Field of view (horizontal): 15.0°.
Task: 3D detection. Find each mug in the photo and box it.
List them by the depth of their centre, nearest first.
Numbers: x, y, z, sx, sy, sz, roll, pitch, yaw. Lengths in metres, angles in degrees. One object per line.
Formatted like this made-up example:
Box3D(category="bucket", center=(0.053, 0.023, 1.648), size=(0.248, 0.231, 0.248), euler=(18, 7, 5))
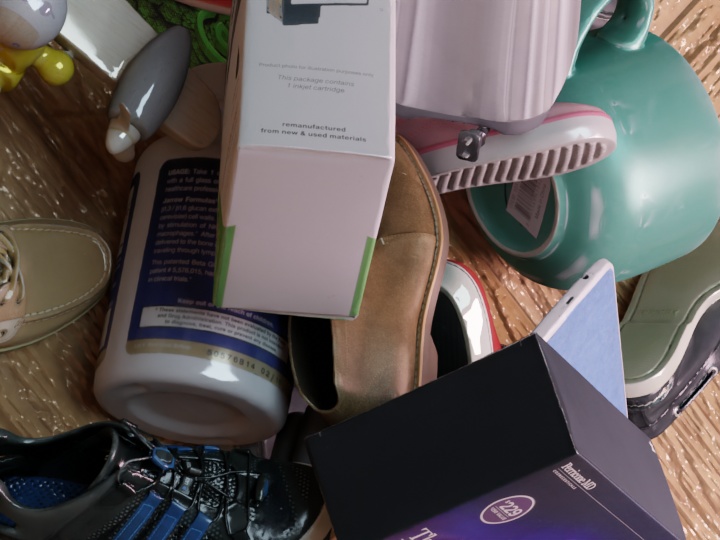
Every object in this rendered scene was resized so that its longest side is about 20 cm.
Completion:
Box3D(category="mug", center=(0.129, -0.080, 1.695), size=(0.114, 0.152, 0.186), euler=(-21, 92, -35))

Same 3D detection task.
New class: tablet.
Box3D(category="tablet", center=(0.123, 0.103, 1.651), size=(0.130, 0.014, 0.200), euler=(-47, 143, -35))

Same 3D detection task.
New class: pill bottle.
Box3D(category="pill bottle", center=(-0.081, -0.011, 1.557), size=(0.111, 0.111, 0.201), euler=(21, 65, -28))

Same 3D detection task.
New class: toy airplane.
Box3D(category="toy airplane", center=(-0.176, -0.151, 1.474), size=(0.199, 0.141, 0.200), euler=(-6, 98, -14))

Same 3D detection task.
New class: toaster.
Box3D(category="toaster", center=(0.068, -0.169, 1.550), size=(0.113, 0.130, 0.200), euler=(9, 39, 8))

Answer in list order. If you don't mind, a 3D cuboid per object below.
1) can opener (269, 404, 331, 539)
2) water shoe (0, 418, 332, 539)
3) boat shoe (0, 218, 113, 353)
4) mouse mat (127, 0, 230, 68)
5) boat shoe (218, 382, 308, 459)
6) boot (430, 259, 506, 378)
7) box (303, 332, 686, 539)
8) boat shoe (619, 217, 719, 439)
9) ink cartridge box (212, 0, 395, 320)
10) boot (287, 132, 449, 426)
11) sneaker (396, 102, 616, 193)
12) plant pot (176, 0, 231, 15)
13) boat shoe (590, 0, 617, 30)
Box3D(category="can opener", center=(-0.030, 0.170, 1.503), size=(0.067, 0.053, 0.201), euler=(31, 55, -24))
Box3D(category="water shoe", center=(-0.112, 0.120, 1.456), size=(0.199, 0.079, 0.072), euler=(-3, 53, 4))
Box3D(category="boat shoe", center=(-0.212, 0.010, 1.489), size=(0.200, 0.064, 0.072), euler=(-16, 85, -36))
Box3D(category="mouse mat", center=(-0.096, -0.170, 1.660), size=(0.200, 0.008, 0.161), euler=(38, 58, -21))
Box3D(category="boat shoe", center=(-0.026, 0.046, 1.601), size=(0.070, 0.071, 0.201), euler=(28, 63, -25))
Box3D(category="boot", center=(0.083, 0.055, 1.636), size=(0.144, 0.072, 0.201), euler=(-39, 136, -37))
Box3D(category="box", center=(0.079, 0.122, 1.495), size=(0.200, 0.141, 0.079), euler=(40, 26, -59))
Box3D(category="boat shoe", center=(0.216, 0.038, 1.777), size=(0.199, 0.074, 0.066), euler=(-53, 135, -44))
Box3D(category="ink cartridge box", center=(-0.029, -0.098, 1.461), size=(0.084, 0.146, 0.201), euler=(5, 54, -6))
Box3D(category="boot", center=(0.000, 0.000, 1.528), size=(0.075, 0.073, 0.201), euler=(28, 50, -41))
Box3D(category="sneaker", center=(0.057, -0.101, 1.623), size=(0.075, 0.200, 0.105), euler=(10, 74, -52))
Box3D(category="plant pot", center=(-0.050, -0.248, 1.606), size=(0.200, 0.200, 0.178), euler=(12, 80, -31))
Box3D(category="boat shoe", center=(0.113, -0.214, 1.769), size=(0.199, 0.066, 0.075), euler=(32, 61, -23))
